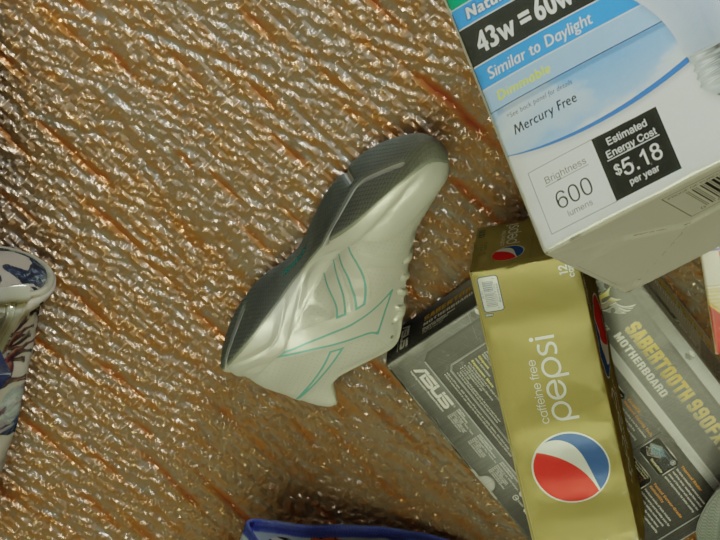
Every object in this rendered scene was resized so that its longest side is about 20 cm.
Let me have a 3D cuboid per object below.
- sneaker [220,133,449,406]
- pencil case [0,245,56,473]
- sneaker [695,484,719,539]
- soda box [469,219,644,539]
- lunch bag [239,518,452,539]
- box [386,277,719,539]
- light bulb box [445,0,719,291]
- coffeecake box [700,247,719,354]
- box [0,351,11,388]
[{"bbox_3d":[0.000,0.000,1.646,0.080,0.070,0.200,30,121,-16],"label":"sneaker"},{"bbox_3d":[-0.241,0.079,1.695,0.078,0.089,0.200,-2,120,-35],"label":"pencil case"},{"bbox_3d":[0.243,0.170,1.663,0.073,0.071,0.200,35,144,23],"label":"sneaker"},{"bbox_3d":[0.115,0.073,1.603,0.064,0.068,0.200,-9,112,10],"label":"soda box"},{"bbox_3d":[0.006,0.252,1.711,0.200,0.124,0.170,6,121,-36],"label":"lunch bag"},{"bbox_3d":[0.137,0.079,1.667,0.158,0.048,0.200,-35,106,19],"label":"box"},{"bbox_3d":[0.167,-0.127,1.470,0.198,0.125,0.200,-28,69,18],"label":"light bulb box"},{"bbox_3d":[0.289,-0.046,1.577,0.200,0.073,0.154,-7,114,11],"label":"coffeecake box"},{"bbox_3d":[-0.265,0.044,1.632,0.121,0.032,0.200,-52,55,40],"label":"box"}]
